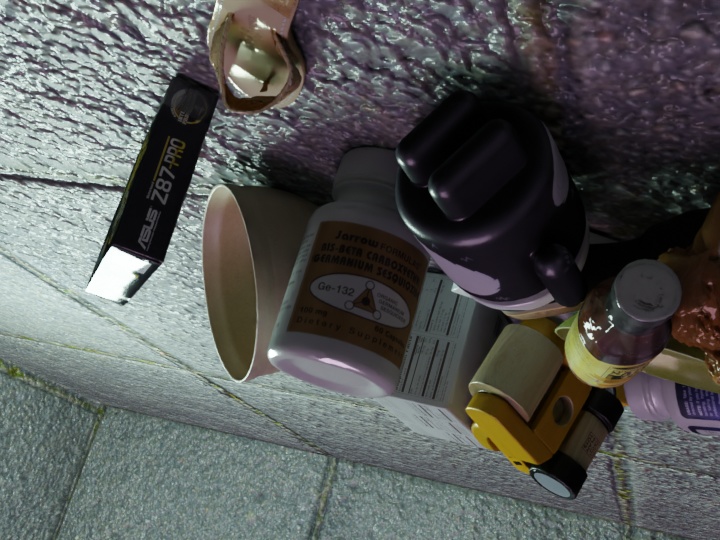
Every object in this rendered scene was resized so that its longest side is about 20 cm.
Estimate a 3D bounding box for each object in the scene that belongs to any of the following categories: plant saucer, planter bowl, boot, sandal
[{"bbox_3d":[0.282,0.074,0.770,0.200,0.031,0.200,20,172,3],"label":"plant saucer"},{"bbox_3d":[-0.075,0.007,0.864,0.134,0.201,0.200,-6,170,-25],"label":"planter bowl"},{"bbox_3d":[0.215,0.017,0.699,0.200,0.074,0.076,-17,125,27],"label":"boot"},{"bbox_3d":[-0.080,-0.146,0.586,0.077,0.070,0.212,17,161,-4],"label":"sandal"}]

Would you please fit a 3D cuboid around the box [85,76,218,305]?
[{"bbox_3d":[-0.194,-0.064,0.765,0.049,0.161,0.200,23,161,-17],"label":"box"}]

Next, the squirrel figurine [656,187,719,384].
[{"bbox_3d":[0.322,0.011,0.586,0.186,0.142,0.200,12,146,-27],"label":"squirrel figurine"}]

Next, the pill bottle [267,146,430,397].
[{"bbox_3d":[0.000,0.000,0.728,0.114,0.200,0.114,14,161,5],"label":"pill bottle"}]

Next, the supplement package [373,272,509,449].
[{"bbox_3d":[0.103,0.111,1.015,0.111,0.156,0.200,9,160,26],"label":"supplement package"}]

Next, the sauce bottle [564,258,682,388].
[{"bbox_3d":[0.186,0.041,0.596,0.066,0.066,0.200,11,167,12],"label":"sauce bottle"}]

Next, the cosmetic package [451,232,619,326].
[{"bbox_3d":[0.209,0.012,0.825,0.200,0.052,0.151,19,159,-7],"label":"cosmetic package"}]

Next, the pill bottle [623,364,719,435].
[{"bbox_3d":[0.389,0.116,0.872,0.200,0.116,0.116,-4,153,44],"label":"pill bottle"}]

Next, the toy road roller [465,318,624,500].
[{"bbox_3d":[0.175,0.148,0.914,0.146,0.123,0.200,4,141,54],"label":"toy road roller"}]

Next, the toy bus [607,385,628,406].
[{"bbox_3d":[0.259,0.114,1.021,0.200,0.078,0.065,28,156,-31],"label":"toy bus"}]

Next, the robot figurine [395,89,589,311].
[{"bbox_3d":[0.101,-0.046,0.635,0.125,0.151,0.200,-9,151,25],"label":"robot figurine"}]
